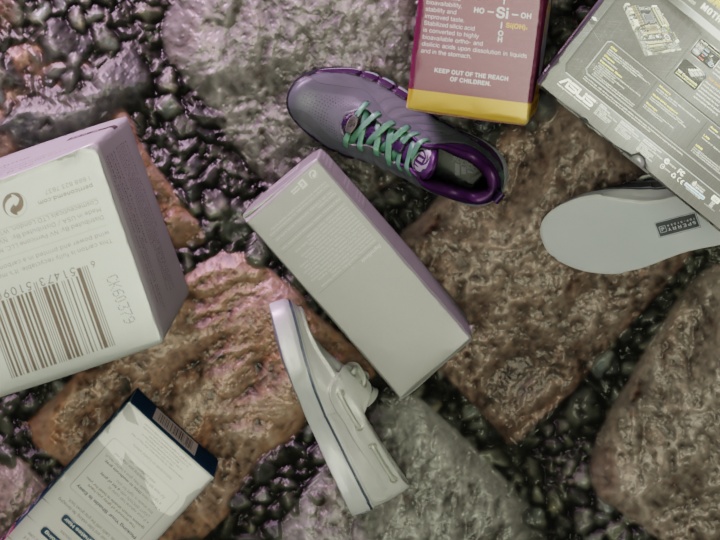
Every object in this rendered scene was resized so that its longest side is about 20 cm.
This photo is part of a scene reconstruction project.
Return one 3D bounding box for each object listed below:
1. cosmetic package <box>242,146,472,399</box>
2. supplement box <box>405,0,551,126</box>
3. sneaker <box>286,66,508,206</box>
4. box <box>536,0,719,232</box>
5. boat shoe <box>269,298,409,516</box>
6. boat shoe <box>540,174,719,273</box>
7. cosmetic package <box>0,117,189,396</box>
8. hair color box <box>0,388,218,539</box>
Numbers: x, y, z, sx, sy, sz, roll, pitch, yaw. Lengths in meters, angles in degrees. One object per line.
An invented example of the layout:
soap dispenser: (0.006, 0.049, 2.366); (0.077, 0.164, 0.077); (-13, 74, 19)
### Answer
cosmetic package: (0.000, 0.000, 1.746); (0.090, 0.107, 0.200); (-38, 95, 6)
supplement box: (0.103, -0.225, 1.691); (0.102, 0.131, 0.202); (8, 100, 8)
sneaker: (0.033, -0.111, 1.736); (0.199, 0.088, 0.075); (22, 99, -3)
box: (0.260, -0.145, 1.623); (0.200, 0.048, 0.159); (38, 100, 0)
boat shoe: (-0.017, 0.108, 1.787); (0.065, 0.074, 0.201); (-23, 108, -1)
boat shoe: (0.250, -0.050, 1.756); (0.199, 0.068, 0.072); (-14, 107, 25)
cosmetic package: (-0.247, -0.013, 1.698); (0.164, 0.200, 0.166); (-18, 100, 3)
hair color box: (-0.224, 0.210, 1.804); (0.100, 0.061, 0.200); (42, 97, -5)
